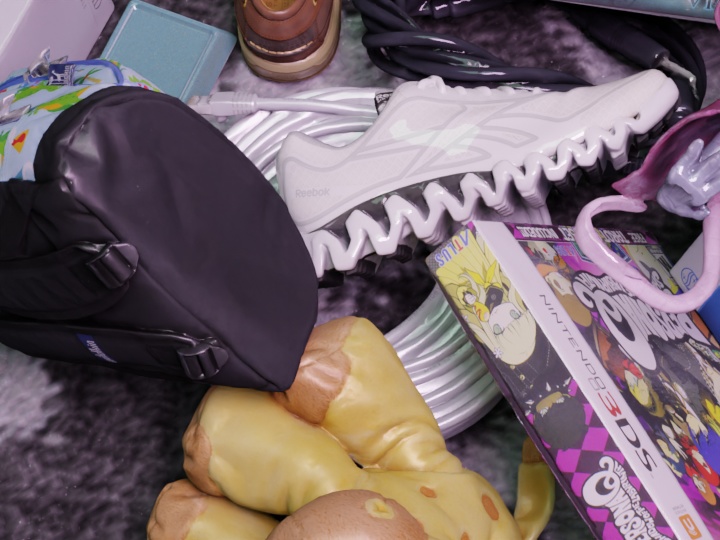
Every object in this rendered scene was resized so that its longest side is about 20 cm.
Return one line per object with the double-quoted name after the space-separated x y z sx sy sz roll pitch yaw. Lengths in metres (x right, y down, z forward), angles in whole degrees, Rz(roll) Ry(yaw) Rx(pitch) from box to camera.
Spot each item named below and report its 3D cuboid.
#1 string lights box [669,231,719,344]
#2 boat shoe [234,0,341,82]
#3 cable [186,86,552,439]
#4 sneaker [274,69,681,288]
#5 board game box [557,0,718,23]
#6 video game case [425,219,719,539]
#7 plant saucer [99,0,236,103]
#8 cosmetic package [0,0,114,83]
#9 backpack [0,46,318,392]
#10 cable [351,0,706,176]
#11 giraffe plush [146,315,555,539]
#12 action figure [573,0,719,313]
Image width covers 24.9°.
0.255 0.051 0.799 0.103 0.059 0.200 -21 68 -28 "string lights box"
-0.040 -0.210 0.927 0.072 0.068 0.201 -2 69 3 "boat shoe"
0.000 0.000 0.846 0.199 0.069 0.201 -5 69 0 "cable"
0.053 -0.061 0.772 0.199 0.075 0.081 -21 81 3 "sneaker"
0.136 -0.182 0.890 0.199 0.028 0.135 9 35 8 "board game box"
0.134 0.059 0.756 0.036 0.200 0.182 -41 69 26 "video game case"
-0.141 -0.062 0.905 0.070 0.019 0.200 21 73 11 "plant saucer"
-0.214 -0.098 0.879 0.074 0.102 0.200 24 74 11 "cosmetic package"
-0.132 -0.023 0.762 0.200 0.163 0.154 -13 45 38 "backpack"
0.090 -0.127 0.867 0.199 0.051 0.163 20 43 7 "cable"
0.004 0.137 0.719 0.199 0.162 0.173 25 105 -5 "giraffe plush"
0.198 -0.061 0.745 0.134 0.200 0.149 42 119 -9 "action figure"
